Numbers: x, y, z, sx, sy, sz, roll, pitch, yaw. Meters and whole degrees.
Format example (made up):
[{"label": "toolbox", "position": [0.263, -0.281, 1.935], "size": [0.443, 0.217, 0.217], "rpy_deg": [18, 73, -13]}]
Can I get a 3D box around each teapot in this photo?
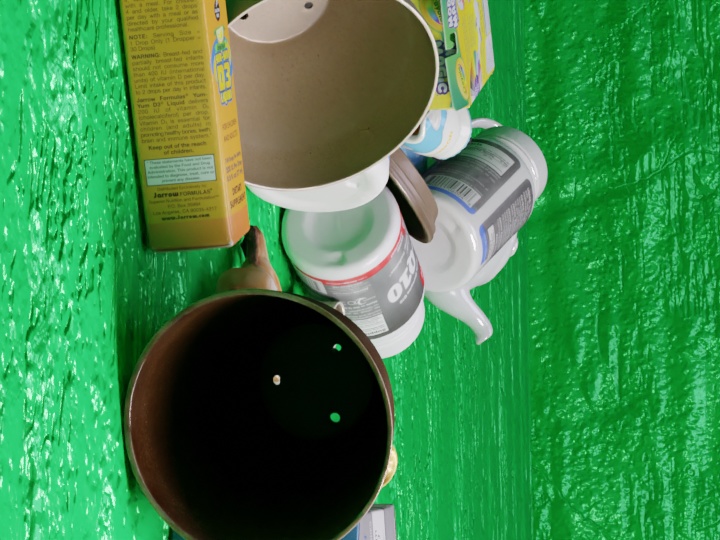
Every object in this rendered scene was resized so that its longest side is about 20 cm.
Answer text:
[{"label": "teapot", "position": [0.118, -0.055, 2.140], "size": [0.201, 0.145, 0.198], "rpy_deg": [-62, -154, 21]}]

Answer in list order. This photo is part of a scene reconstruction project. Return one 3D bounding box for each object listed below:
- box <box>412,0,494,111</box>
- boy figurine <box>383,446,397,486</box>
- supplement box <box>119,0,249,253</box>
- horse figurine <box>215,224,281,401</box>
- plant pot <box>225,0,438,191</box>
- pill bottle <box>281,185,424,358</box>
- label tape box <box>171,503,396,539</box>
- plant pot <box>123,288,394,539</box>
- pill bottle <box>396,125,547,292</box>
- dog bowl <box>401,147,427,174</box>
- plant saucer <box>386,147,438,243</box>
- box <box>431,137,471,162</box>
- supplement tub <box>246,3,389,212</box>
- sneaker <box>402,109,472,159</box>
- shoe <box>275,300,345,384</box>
[{"label": "box", "position": [0.078, -0.209, 1.618], "size": [0.200, 0.048, 0.118], "rpy_deg": [-59, 143, -72]}, {"label": "boy figurine", "position": [-0.009, 0.233, 1.827], "size": [0.200, 0.064, 0.125], "rpy_deg": [-62, 145, -62]}, {"label": "supplement box", "position": [-0.126, -0.118, 1.338], "size": [0.067, 0.068, 0.201], "rpy_deg": [-54, 138, -75]}, {"label": "horse figurine", "position": [-0.092, 0.039, 1.504], "size": [0.200, 0.050, 0.133], "rpy_deg": [-43, 135, -78]}, {"label": "plant pot", "position": [-0.052, -0.182, 1.469], "size": [0.201, 0.199, 0.135], "rpy_deg": [74, -4, -47]}, {"label": "pill bottle", "position": [0.000, 0.000, 1.799], "size": [0.200, 0.113, 0.114], "rpy_deg": [66, 24, -60]}, {"label": "label tape box", "position": [-0.060, 0.209, 1.378], "size": [0.200, 0.143, 0.064], "rpy_deg": [18, 70, -78]}, {"label": "plant pot", "position": [-0.053, 0.095, 1.347], "size": [0.200, 0.186, 0.188], "rpy_deg": [-32, 118, -78]}, {"label": "pill bottle", "position": [0.113, -0.069, 1.939], "size": [0.200, 0.113, 0.114], "rpy_deg": [-42, 131, -50]}, {"label": "dog bowl", "position": [0.025, -0.112, 1.985], "size": [0.200, 0.111, 0.050], "rpy_deg": [58, 45, -68]}, {"label": "plant saucer", "position": [0.009, -0.109, 1.776], "size": [0.200, 0.029, 0.200], "rpy_deg": [48, -6, 7]}, {"label": "box", "position": [0.028, -0.223, 1.883], "size": [0.160, 0.043, 0.201], "rpy_deg": [26, 40, -47]}, {"label": "supplement tub", "position": [-0.036, -0.165, 1.626], "size": [0.132, 0.131, 0.201], "rpy_deg": [62, 28, -64]}, {"label": "sneaker", "position": [0.030, -0.196, 1.722], "size": [0.081, 0.076, 0.200], "rpy_deg": [3, 51, -60]}, {"label": "shoe", "position": [-0.054, 0.085, 1.664], "size": [0.200, 0.053, 0.070], "rpy_deg": [-76, 159, -56]}]
